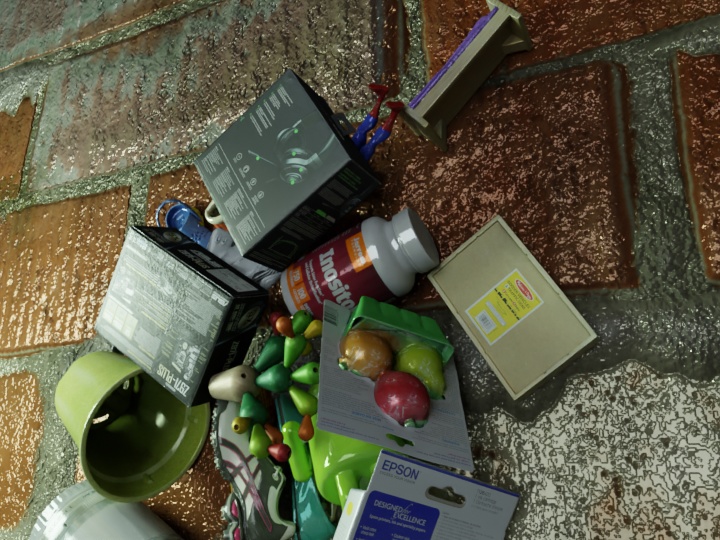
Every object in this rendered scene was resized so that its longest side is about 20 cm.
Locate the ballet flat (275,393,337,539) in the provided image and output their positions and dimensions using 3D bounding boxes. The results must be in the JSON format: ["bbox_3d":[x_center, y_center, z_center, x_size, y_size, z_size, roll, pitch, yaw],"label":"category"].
[{"bbox_3d":[-0.066,0.260,0.868,0.069,0.068,0.203,-12,68,-2],"label":"ballet flat"}]

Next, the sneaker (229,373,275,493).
[{"bbox_3d":[-0.163,0.240,0.911,0.076,0.073,0.203,-7,72,22],"label":"sneaker"}]

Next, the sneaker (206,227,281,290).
[{"bbox_3d":[-0.151,-0.036,0.947,0.115,0.075,0.200,45,84,-4],"label":"sneaker"}]

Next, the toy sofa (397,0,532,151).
[{"bbox_3d":[0.134,-0.278,0.899,0.200,0.083,0.098,-49,61,7],"label":"toy sofa"}]

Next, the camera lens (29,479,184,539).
[{"bbox_3d":[-0.346,0.408,0.909,0.198,0.160,0.162,24,87,31],"label":"camera lens"}]

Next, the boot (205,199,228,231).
[{"bbox_3d":[-0.138,-0.108,0.980,0.198,0.107,0.076,-31,54,13],"label":"boot"}]

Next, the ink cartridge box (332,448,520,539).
[{"bbox_3d":[0.060,0.312,0.710,0.047,0.196,0.203,3,71,66],"label":"ink cartridge box"}]

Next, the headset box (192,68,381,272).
[{"bbox_3d":[-0.094,-0.133,0.851,0.199,0.093,0.175,-40,63,13],"label":"headset box"}]

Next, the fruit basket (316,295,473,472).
[{"bbox_3d":[0.035,0.130,0.749,0.202,0.183,0.094,-89,23,-48],"label":"fruit basket"}]

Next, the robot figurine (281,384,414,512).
[{"bbox_3d":[-0.007,0.203,0.797,0.173,0.117,0.201,-14,43,-4],"label":"robot figurine"}]

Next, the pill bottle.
[{"bbox_3d":[0.000,0.000,0.871,0.198,0.113,0.114,-29,64,18],"label":"pill bottle"}]

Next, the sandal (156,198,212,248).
[{"bbox_3d":[-0.269,-0.047,1.042,0.080,0.087,0.200,-47,61,-4],"label":"sandal"}]

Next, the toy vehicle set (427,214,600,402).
[{"bbox_3d":[0.185,0.044,0.810,0.124,0.026,0.201,-39,61,13],"label":"toy vehicle set"}]

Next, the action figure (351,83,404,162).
[{"bbox_3d":[-0.023,-0.158,0.907,0.065,0.098,0.201,52,134,31],"label":"action figure"}]

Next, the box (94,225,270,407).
[{"bbox_3d":[-0.244,0.057,0.882,0.199,0.086,0.166,30,104,23],"label":"box"}]

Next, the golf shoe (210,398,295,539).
[{"bbox_3d":[-0.140,0.255,0.837,0.087,0.077,0.203,-13,76,0],"label":"golf shoe"}]

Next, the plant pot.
[{"bbox_3d":[-0.359,0.210,0.972,0.183,0.199,0.203,16,83,41],"label":"plant pot"}]

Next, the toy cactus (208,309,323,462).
[{"bbox_3d":[-0.121,0.134,0.786,0.163,0.102,0.203,-12,55,29],"label":"toy cactus"}]

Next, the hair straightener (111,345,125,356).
[{"bbox_3d":[-0.378,0.048,1.100,0.076,0.041,0.203,11,81,30],"label":"hair straightener"}]
